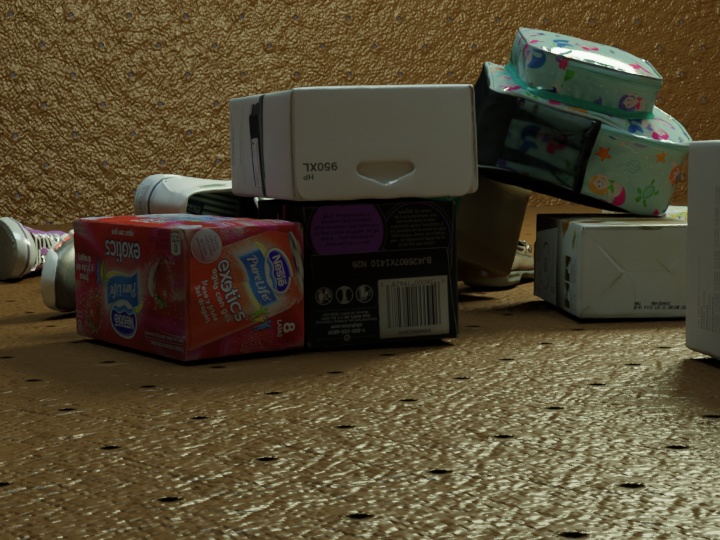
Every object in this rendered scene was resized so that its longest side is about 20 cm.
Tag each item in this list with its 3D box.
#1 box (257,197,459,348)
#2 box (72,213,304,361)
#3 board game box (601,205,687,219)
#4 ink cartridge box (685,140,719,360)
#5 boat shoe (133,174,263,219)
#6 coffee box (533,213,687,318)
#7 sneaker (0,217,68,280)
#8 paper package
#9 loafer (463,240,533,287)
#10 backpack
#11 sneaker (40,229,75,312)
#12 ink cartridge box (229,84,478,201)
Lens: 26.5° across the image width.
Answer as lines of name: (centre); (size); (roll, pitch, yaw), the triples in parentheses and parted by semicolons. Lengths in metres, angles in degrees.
box: (-0.007, -0.005, 1.204); (0.122, 0.106, 0.200); (-3, 5, -13)
box: (-0.133, 0.008, 1.145); (0.099, 0.096, 0.200); (-5, 6, -33)
board game box: (0.514, -0.087, 2.563); (0.134, 0.034, 0.200); (-3, 5, -22)
ink cartridge box: (0.304, -0.011, 0.947); (0.146, 0.147, 0.200); (-1, 4, -9)
boat shoe: (-0.106, -0.043, 1.345); (0.067, 0.074, 0.200); (14, 8, 41)
coffee box: (0.225, -0.007, 1.343); (0.114, 0.080, 0.200); (0, 5, -5)
sneaker: (-0.388, -0.028, 1.844); (0.114, 0.073, 0.200); (0, 4, -20)
paper package: (0.033, -0.061, 1.498); (0.200, 0.104, 0.190); (20, -15, -33)
loafer: (0.151, -0.020, 1.631); (0.072, 0.063, 0.200); (1, 5, 13)
backpack: (0.201, -0.131, 1.387); (0.199, 0.151, 0.178); (22, 16, -4)
sneaker: (-0.213, 0.001, 1.424); (0.082, 0.077, 0.200); (9, 10, 29)
ink cartridge box: (-0.010, -0.099, 1.182); (0.144, 0.085, 0.200); (-4, 6, -17)
